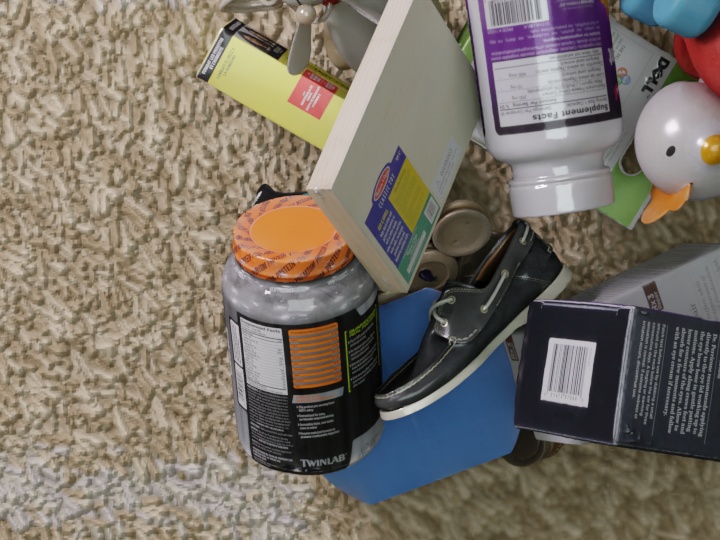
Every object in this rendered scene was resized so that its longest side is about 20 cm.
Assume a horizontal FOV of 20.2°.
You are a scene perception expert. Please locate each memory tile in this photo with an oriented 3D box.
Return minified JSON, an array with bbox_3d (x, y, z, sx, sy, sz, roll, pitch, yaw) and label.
[{"bbox_3d":[0.000,0.000,1.655,0.153,0.017,0.200,23,122,-29],"label":"memory tile"}]

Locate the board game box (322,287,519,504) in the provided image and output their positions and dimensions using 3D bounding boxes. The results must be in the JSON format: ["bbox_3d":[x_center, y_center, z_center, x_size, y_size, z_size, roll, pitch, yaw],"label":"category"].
[{"bbox_3d":[0.037,0.100,1.699,0.199,0.039,0.159,-22,101,15],"label":"board game box"}]

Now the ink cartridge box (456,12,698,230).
[{"bbox_3d":[0.171,-0.145,1.687,0.200,0.076,0.148,31,92,-7],"label":"ink cartridge box"}]

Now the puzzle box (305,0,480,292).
[{"bbox_3d":[0.031,-0.101,1.545,0.025,0.133,0.201,2,55,34],"label":"puzzle box"}]

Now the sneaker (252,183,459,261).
[{"bbox_3d":[0.006,-0.046,1.691,0.199,0.071,0.080,-2,58,-16],"label":"sneaker"}]

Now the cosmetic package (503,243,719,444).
[{"bbox_3d":[0.224,0.058,1.659,0.199,0.074,0.102,-26,102,-25],"label":"cosmetic package"}]

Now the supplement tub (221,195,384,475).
[{"bbox_3d":[-0.045,0.050,1.589,0.122,0.123,0.201,-3,123,0],"label":"supplement tub"}]

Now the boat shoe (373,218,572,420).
[{"bbox_3d":[0.078,0.041,1.604,0.200,0.072,0.068,-42,105,-18],"label":"boat shoe"}]

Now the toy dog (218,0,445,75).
[{"bbox_3d":[-0.009,-0.184,1.623,0.199,0.132,0.097,4,73,-43],"label":"toy dog"}]

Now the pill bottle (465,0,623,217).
[{"bbox_3d":[0.147,-0.147,1.590,0.111,0.111,0.201,-8,96,0],"label":"pill bottle"}]

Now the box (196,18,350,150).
[{"bbox_3d":[-0.035,-0.136,1.682,0.199,0.075,0.050,31,104,-1],"label":"box"}]

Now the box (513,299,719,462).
[{"bbox_3d":[0.242,0.089,1.549,0.199,0.148,0.105,10,87,-27],"label":"box"}]

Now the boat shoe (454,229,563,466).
[{"bbox_3d":[0.130,0.061,1.703,0.072,0.068,0.201,-4,98,35],"label":"boat shoe"}]

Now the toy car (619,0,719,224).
[{"bbox_3d":[0.273,-0.120,1.546,0.184,0.177,0.201,22,98,-13],"label":"toy car"}]
